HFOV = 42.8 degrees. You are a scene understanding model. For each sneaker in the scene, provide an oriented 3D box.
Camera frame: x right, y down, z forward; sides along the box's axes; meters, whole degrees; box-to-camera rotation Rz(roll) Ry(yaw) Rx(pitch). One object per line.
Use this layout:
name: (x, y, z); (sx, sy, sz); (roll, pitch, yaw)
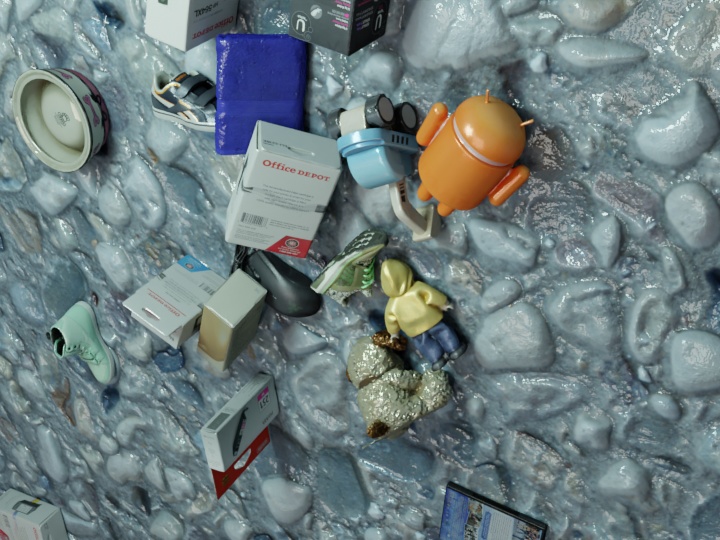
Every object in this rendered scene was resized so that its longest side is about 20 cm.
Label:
sneaker: (-0.623, 0.184, 2.031); (0.073, 0.118, 0.203); (-1, 117, 31)
sneaker: (0.000, 0.000, 1.558); (0.088, 0.077, 0.200); (42, 139, -9)
sneaker: (-0.278, -0.290, 1.555); (0.198, 0.078, 0.080); (15, 127, 26)

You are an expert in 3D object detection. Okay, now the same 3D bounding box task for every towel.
towel: (-0.161, -0.283, 1.471); (0.145, 0.050, 0.202); (-3, 124, -13)

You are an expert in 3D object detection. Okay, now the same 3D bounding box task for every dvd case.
dvd case: (0.244, 0.486, 1.709); (0.198, 0.018, 0.144); (20, 125, 24)

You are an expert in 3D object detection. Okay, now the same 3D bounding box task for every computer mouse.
computer mouse: (-0.165, 0.027, 1.683); (0.199, 0.053, 0.140); (31, 128, 14)

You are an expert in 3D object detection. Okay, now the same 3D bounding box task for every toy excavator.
toy excavator: (0.046, -0.148, 1.402); (0.099, 0.193, 0.203); (-10, 83, 36)

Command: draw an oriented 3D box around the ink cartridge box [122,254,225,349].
ink cartridge box: (-0.348, 0.066, 1.727); (0.115, 0.200, 0.067); (34, 130, 12)

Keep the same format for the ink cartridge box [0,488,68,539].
ink cartridge box: (-0.920, 0.711, 2.557); (0.198, 0.086, 0.149); (11, 121, 26)

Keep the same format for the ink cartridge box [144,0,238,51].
ink cartridge box: (-0.247, -0.456, 1.392); (0.084, 0.146, 0.202); (26, 129, 15)

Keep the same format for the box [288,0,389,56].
box: (-0.021, -0.423, 1.279); (0.105, 0.122, 0.202); (23, 126, 19)

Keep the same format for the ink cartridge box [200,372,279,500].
ink cartridge box: (-0.227, 0.328, 1.803); (0.043, 0.200, 0.176); (7, 121, 28)

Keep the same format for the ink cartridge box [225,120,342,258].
ink cartridge box: (-0.128, -0.130, 1.505); (0.142, 0.084, 0.201); (12, 132, -17)

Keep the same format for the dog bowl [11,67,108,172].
dog bowl: (-0.563, -0.293, 1.742); (0.198, 0.074, 0.203); (16, 123, 25)

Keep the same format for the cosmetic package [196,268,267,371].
cosmetic package: (-0.241, 0.095, 1.704); (0.071, 0.105, 0.201); (37, 147, 8)

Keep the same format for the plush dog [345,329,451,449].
plush dog: (0.035, 0.199, 1.610); (0.200, 0.159, 0.173); (-43, 67, 42)

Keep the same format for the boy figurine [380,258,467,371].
boy figurine: (0.091, 0.071, 1.529); (0.124, 0.064, 0.201); (-36, 93, 21)

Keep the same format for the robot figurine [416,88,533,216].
robot figurine: (0.161, -0.167, 1.317); (0.200, 0.116, 0.145); (-52, 57, 42)
